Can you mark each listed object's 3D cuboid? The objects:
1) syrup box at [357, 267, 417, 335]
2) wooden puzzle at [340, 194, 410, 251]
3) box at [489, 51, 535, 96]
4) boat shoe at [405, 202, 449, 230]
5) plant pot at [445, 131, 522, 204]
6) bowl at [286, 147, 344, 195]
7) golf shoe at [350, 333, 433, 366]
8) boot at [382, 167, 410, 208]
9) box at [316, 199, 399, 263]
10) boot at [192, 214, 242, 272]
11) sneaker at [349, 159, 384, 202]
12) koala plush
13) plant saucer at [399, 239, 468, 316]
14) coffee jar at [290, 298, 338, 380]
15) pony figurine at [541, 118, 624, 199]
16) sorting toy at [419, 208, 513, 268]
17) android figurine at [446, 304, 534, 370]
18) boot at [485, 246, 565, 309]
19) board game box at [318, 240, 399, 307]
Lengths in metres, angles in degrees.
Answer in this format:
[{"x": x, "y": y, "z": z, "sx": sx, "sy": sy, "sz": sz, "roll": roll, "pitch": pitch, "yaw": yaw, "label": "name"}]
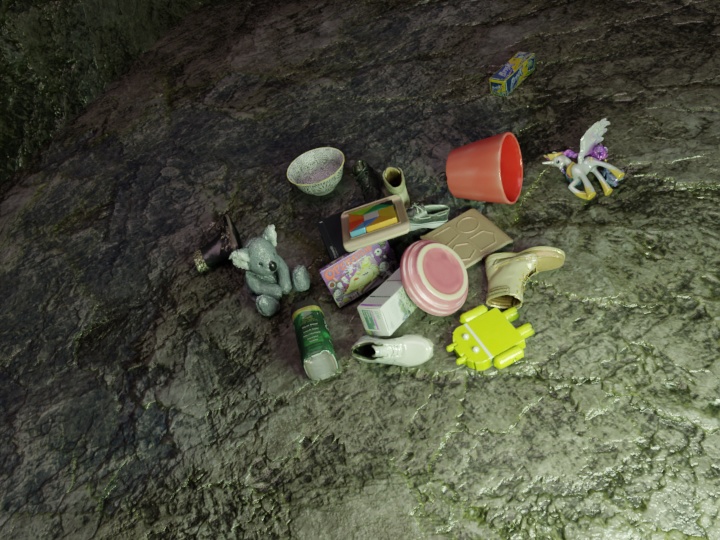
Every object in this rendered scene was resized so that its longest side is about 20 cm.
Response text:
[{"x": 0.085, "y": 0.074, "z": 1.521, "sx": 0.081, "sy": 0.079, "sz": 0.200, "roll": 0, "pitch": 29, "yaw": 42, "label": "syrup box"}, {"x": 0.035, "y": -0.137, "z": 1.654, "sx": 0.183, "sy": 0.037, "sz": 0.201, "roll": -18, "pitch": 32, "yaw": 5, "label": "wooden puzzle"}, {"x": 0.549, "y": -0.710, "z": 2.202, "sx": 0.070, "sy": 0.065, "sz": 0.200, "roll": 25, "pitch": 59, "yaw": 38, "label": "box"}, {"x": 0.163, "y": -0.160, "z": 1.725, "sx": 0.198, "sy": 0.071, "sz": 0.072, "roll": -7, "pitch": 39, "yaw": -28, "label": "boat shoe"}, {"x": 0.354, "y": -0.288, "z": 1.766, "sx": 0.176, "sy": 0.201, "sz": 0.201, "roll": 0, "pitch": 45, "yaw": 33, "label": "plant pot"}, {"x": -0.137, "y": -0.312, "z": 2.035, "sx": 0.199, "sy": 0.095, "sz": 0.202, "roll": -11, "pitch": 43, "yaw": 10, "label": "bowl"}, {"x": 0.070, "y": 0.192, "z": 1.429, "sx": 0.198, "sy": 0.097, "sz": 0.079, "roll": -5, "pitch": 88, "yaw": 23, "label": "golf shoe"}, {"x": 0.104, "y": -0.250, "z": 1.834, "sx": 0.071, "sy": 0.155, "sz": 0.201, "roll": -17, "pitch": 42, "yaw": 3, "label": "boot"}, {"x": -0.010, "y": -0.081, "z": 1.743, "sx": 0.180, "sy": 0.105, "sz": 0.201, "roll": -21, "pitch": 42, "yaw": -3, "label": "box"}, {"x": -0.463, "y": -0.089, "z": 1.949, "sx": 0.153, "sy": 0.074, "sz": 0.204, "roll": -25, "pitch": 43, "yaw": -2, "label": "boot"}, {"x": 0.016, "y": -0.269, "z": 1.910, "sx": 0.076, "sy": 0.114, "sz": 0.201, "roll": -35, "pitch": 36, "yaw": 27, "label": "sneaker"}, {"x": -0.271, "y": -0.015, "z": 1.704, "sx": 0.177, "sy": 0.201, "sz": 0.183, "roll": -39, "pitch": 45, "yaw": -19, "label": "koala plush"}, {"x": 0.193, "y": 0.011, "z": 1.520, "sx": 0.051, "sy": 0.200, "sz": 0.201, "roll": -40, "pitch": 16, "yaw": 53, "label": "plant saucer"}, {"x": -0.118, "y": 0.169, "z": 1.530, "sx": 0.085, "sy": 0.105, "sz": 0.201, "roll": -19, "pitch": 43, "yaw": -3, "label": "coffee jar"}, {"x": 0.636, "y": -0.301, "z": 1.708, "sx": 0.192, "sy": 0.167, "sz": 0.201, "roll": -33, "pitch": 59, "yaw": -3, "label": "pony figurine"}, {"x": 0.290, "y": -0.081, "z": 1.686, "sx": 0.199, "sy": 0.037, "sz": 0.185, "roll": -26, "pitch": 43, "yaw": -13, "label": "sorting toy"}, {"x": 0.299, "y": 0.158, "z": 1.431, "sx": 0.198, "sy": 0.041, "sz": 0.183, "roll": -24, "pitch": 43, "yaw": -7, "label": "android figurine"}, {"x": 0.406, "y": 0.020, "z": 1.505, "sx": 0.198, "sy": 0.073, "sz": 0.156, "roll": -6, "pitch": 44, "yaw": 18, "label": "boot"}, {"x": 0.000, "y": 0.000, "z": 1.634, "sx": 0.199, "sy": 0.121, "sz": 0.032, "roll": -31, "pitch": 20, "yaw": -5, "label": "board game box"}]
